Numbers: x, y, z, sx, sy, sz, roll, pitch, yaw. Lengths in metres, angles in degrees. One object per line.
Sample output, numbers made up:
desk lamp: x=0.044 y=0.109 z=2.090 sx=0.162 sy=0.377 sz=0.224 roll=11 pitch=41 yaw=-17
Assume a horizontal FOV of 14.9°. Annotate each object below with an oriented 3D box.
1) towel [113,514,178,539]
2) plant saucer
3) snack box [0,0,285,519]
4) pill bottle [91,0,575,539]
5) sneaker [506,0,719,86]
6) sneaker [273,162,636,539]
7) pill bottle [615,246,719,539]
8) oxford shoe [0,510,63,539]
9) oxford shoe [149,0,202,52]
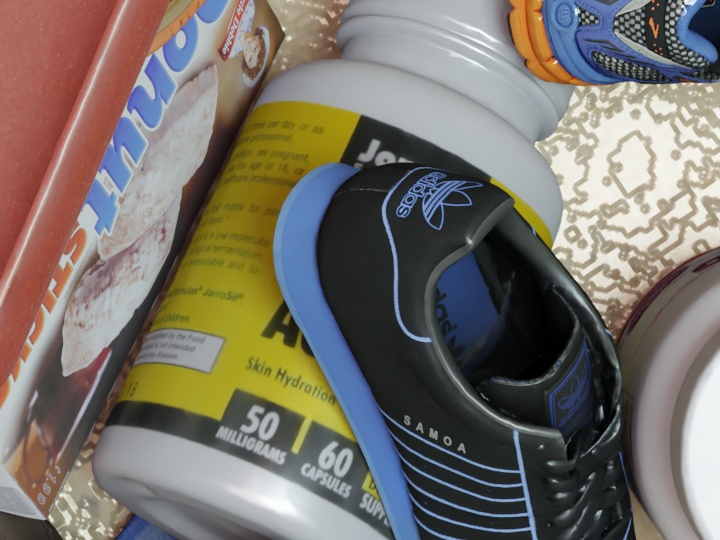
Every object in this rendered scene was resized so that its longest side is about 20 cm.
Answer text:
towel: x=0.008 y=0.133 z=0.966 sx=0.200 sy=0.024 sz=0.147 roll=39 pitch=95 yaw=2
plant saucer: x=-0.134 y=-0.063 z=0.827 sx=0.200 sy=0.037 sz=0.200 roll=20 pitch=86 yaw=43
snack box: x=-0.083 y=-0.022 z=0.894 sx=0.024 sy=0.072 sz=0.200 roll=8 pitch=59 yaw=29
pill bottle: x=0.000 y=0.000 z=0.903 sx=0.111 sy=0.111 sz=0.200 roll=23 pitch=74 yaw=0
sneaker: x=0.145 y=-0.094 z=0.895 sx=0.200 sy=0.078 sz=0.075 roll=-21 pitch=114 yaw=-31
sneaker: x=0.048 y=0.052 z=0.824 sx=0.070 sy=0.078 sz=0.200 roll=-49 pitch=124 yaw=-27
pill bottle: x=0.140 y=0.048 z=0.870 sx=0.113 sy=0.200 sz=0.113 roll=0 pitch=92 yaw=1
oxford shoe: x=-0.144 y=0.081 z=0.877 sx=0.071 sy=0.200 sz=0.073 roll=-48 pitch=57 yaw=3
oxford shoe: x=-0.073 y=-0.152 z=0.881 sx=0.071 sy=0.073 sz=0.200 roll=0 pitch=55 yaw=19
